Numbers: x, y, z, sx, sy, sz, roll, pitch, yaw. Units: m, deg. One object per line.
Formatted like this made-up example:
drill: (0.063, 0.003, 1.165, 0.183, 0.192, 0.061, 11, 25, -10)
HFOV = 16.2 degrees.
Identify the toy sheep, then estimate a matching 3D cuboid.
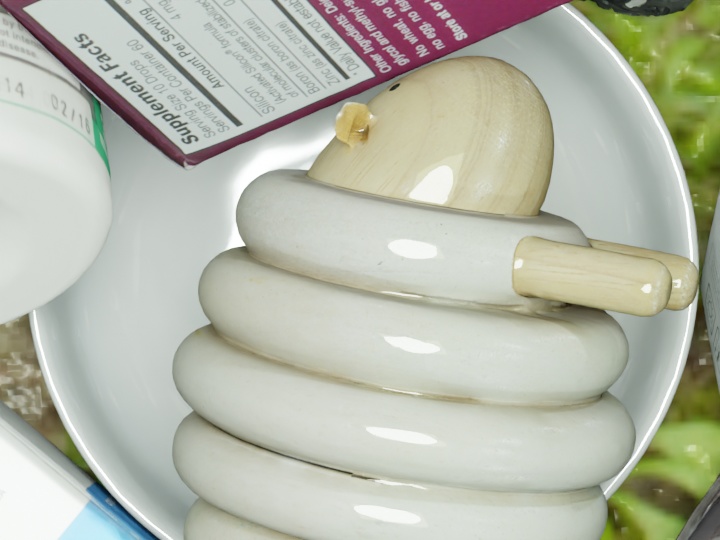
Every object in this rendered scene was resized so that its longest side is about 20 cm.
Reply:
toy sheep: (0.013, 0.041, 0.676, 0.137, 0.138, 0.201, 11, 93, -2)

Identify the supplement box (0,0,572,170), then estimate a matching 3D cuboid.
supplement box: (0.006, -0.134, 0.665, 0.200, 0.103, 0.131, -22, 55, 18)

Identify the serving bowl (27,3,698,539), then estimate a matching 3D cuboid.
serving bowl: (0.000, 0.000, 0.772, 0.199, 0.066, 0.201, 0, 88, -2)

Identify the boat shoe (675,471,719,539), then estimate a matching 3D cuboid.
boat shoe: (0.129, 0.094, 0.772, 0.072, 0.065, 0.200, 39, 83, 3)

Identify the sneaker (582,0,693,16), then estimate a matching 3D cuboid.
sneaker: (0.044, -0.164, 0.778, 0.079, 0.074, 0.200, -39, 90, -8)

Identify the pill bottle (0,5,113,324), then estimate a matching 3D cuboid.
pill bottle: (-0.136, -0.091, 0.715, 0.113, 0.113, 0.201, -9, 62, -3)

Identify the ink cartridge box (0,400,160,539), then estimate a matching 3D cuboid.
ink cartridge box: (-0.166, 0.085, 0.753, 0.200, 0.084, 0.145, 40, 87, -1)

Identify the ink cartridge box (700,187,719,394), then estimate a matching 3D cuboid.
ink cartridge box: (0.160, -0.034, 0.692, 0.109, 0.200, 0.050, -5, 57, -3)
